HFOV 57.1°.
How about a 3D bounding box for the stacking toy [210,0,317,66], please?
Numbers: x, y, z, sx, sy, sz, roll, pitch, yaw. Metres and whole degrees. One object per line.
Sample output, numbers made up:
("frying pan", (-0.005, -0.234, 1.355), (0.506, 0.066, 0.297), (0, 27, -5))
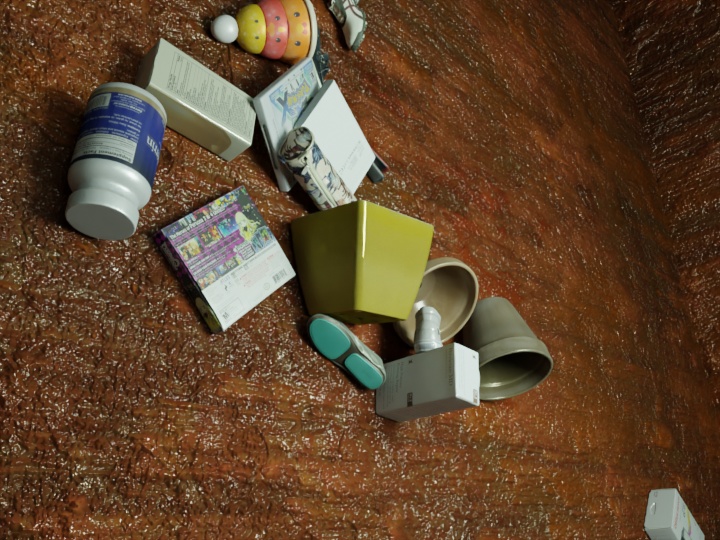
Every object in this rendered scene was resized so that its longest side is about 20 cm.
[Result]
("stacking toy", (-0.194, -0.462, 1.277), (0.197, 0.146, 0.149), (-16, 84, -31))

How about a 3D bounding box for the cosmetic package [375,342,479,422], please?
("cosmetic package", (0.121, 0.210, 1.222), (0.073, 0.198, 0.104), (25, 55, -35))

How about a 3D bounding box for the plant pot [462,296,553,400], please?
("plant pot", (0.308, 0.163, 1.479), (0.198, 0.199, 0.176), (26, 39, -37))

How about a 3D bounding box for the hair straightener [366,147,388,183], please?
("hair straightener", (-0.015, -0.261, 1.415), (0.200, 0.040, 0.078), (49, 43, -28))

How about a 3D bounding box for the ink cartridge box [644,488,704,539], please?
("ink cartridge box", (0.916, 0.763, 1.926), (0.202, 0.085, 0.148), (55, 42, -15))

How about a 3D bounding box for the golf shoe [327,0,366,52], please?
("golf shoe", (-0.037, -0.599, 1.544), (0.086, 0.077, 0.204), (4, 65, -25))

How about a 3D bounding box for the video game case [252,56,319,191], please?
("video game case", (-0.123, -0.281, 1.263), (0.201, 0.022, 0.185), (-57, 142, -45))

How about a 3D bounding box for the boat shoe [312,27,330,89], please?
("boat shoe", (-0.092, -0.426, 1.381), (0.061, 0.075, 0.204), (-9, 73, -19))

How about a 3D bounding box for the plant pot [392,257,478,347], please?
("plant pot", (0.139, 0.052, 1.369), (0.199, 0.203, 0.093), (23, 14, -39))

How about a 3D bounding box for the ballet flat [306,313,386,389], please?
("ballet flat", (-0.028, 0.141, 1.212), (0.200, 0.067, 0.064), (46, 17, -23))

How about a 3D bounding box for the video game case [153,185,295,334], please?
("video game case", (-0.216, -0.023, 1.089), (0.183, 0.035, 0.200), (59, 40, -9))

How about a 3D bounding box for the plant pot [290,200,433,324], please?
("plant pot", (0.000, 0.000, 1.210), (0.198, 0.198, 0.180), (13, 74, -43))

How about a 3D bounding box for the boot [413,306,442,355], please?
("boot", (0.143, 0.140, 1.316), (0.201, 0.072, 0.097), (73, 19, -66))

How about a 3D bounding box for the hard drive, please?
("hard drive", (-0.047, -0.255, 1.321), (0.133, 0.026, 0.201), (-59, 137, -26))

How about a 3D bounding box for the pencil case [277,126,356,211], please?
("pencil case", (-0.076, -0.168, 1.238), (0.201, 0.077, 0.090), (54, 18, -43))

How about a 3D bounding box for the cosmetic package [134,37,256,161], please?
("cosmetic package", (-0.276, -0.283, 1.117), (0.198, 0.070, 0.107), (29, 52, -36))

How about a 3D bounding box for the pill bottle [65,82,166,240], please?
("pill bottle", (-0.349, -0.154, 0.944), (0.115, 0.115, 0.204), (25, 55, -37))
